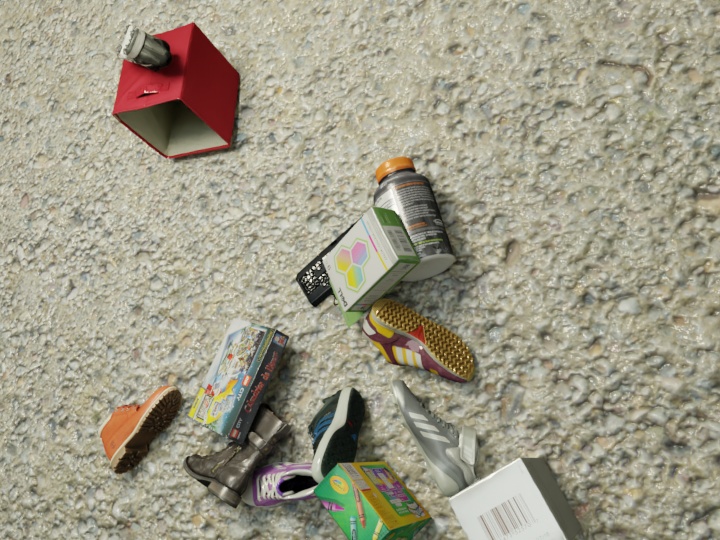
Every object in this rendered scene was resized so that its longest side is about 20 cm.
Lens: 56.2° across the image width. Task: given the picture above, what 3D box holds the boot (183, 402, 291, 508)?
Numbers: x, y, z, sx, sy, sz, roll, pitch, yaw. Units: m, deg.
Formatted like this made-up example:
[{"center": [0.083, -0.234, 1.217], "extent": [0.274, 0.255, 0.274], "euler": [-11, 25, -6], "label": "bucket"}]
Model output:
[{"center": [-0.216, 0.313, 1.200], "extent": [0.199, 0.069, 0.175], "euler": [11, 61, 50], "label": "boot"}]

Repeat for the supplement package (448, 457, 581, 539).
[{"center": [0.219, 0.337, 0.930], "extent": [0.116, 0.200, 0.118], "euler": [-34, 66, 12], "label": "supplement package"}]

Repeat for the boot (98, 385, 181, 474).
[{"center": [-0.431, 0.281, 1.302], "extent": [0.200, 0.075, 0.107], "euler": [-49, 59, 6], "label": "boot"}]

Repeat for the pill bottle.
[{"center": [0.084, -0.092, 1.152], "extent": [0.105, 0.106, 0.202], "euler": [-22, 69, 17], "label": "pill bottle"}]

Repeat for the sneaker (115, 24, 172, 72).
[{"center": [-0.400, -0.409, 1.260], "extent": [0.067, 0.090, 0.200], "euler": [-63, 30, 7], "label": "sneaker"}]

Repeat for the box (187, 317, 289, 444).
[{"center": [-0.219, 0.192, 1.206], "extent": [0.136, 0.038, 0.202], "euler": [8, 69, 45], "label": "box"}]

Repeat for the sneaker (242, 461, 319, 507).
[{"center": [-0.137, 0.356, 1.130], "extent": [0.198, 0.114, 0.074], "euler": [-17, 72, 20], "label": "sneaker"}]

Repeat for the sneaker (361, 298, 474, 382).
[{"center": [0.094, 0.130, 1.118], "extent": [0.199, 0.075, 0.091], "euler": [35, 135, 9], "label": "sneaker"}]

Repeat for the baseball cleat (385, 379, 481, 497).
[{"center": [0.125, 0.252, 1.076], "extent": [0.106, 0.070, 0.201], "euler": [-29, 76, 7], "label": "baseball cleat"}]

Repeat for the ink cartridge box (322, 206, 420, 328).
[{"center": [0.000, 0.000, 1.113], "extent": [0.200, 0.059, 0.105], "euler": [-45, 58, 35], "label": "ink cartridge box"}]

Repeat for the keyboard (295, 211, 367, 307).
[{"center": [-0.029, -0.019, 1.220], "extent": [0.200, 0.040, 0.104], "euler": [-42, 64, 10], "label": "keyboard"}]

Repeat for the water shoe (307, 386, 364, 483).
[{"center": [-0.049, 0.275, 1.094], "extent": [0.078, 0.200, 0.072], "euler": [-23, 110, 27], "label": "water shoe"}]

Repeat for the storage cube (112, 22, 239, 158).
[{"center": [-0.368, -0.359, 1.372], "extent": [0.169, 0.200, 0.182], "euler": [-6, 68, 22], "label": "storage cube"}]

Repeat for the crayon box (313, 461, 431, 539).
[{"center": [0.023, 0.352, 1.012], "extent": [0.058, 0.200, 0.119], "euler": [-47, 64, 5], "label": "crayon box"}]
